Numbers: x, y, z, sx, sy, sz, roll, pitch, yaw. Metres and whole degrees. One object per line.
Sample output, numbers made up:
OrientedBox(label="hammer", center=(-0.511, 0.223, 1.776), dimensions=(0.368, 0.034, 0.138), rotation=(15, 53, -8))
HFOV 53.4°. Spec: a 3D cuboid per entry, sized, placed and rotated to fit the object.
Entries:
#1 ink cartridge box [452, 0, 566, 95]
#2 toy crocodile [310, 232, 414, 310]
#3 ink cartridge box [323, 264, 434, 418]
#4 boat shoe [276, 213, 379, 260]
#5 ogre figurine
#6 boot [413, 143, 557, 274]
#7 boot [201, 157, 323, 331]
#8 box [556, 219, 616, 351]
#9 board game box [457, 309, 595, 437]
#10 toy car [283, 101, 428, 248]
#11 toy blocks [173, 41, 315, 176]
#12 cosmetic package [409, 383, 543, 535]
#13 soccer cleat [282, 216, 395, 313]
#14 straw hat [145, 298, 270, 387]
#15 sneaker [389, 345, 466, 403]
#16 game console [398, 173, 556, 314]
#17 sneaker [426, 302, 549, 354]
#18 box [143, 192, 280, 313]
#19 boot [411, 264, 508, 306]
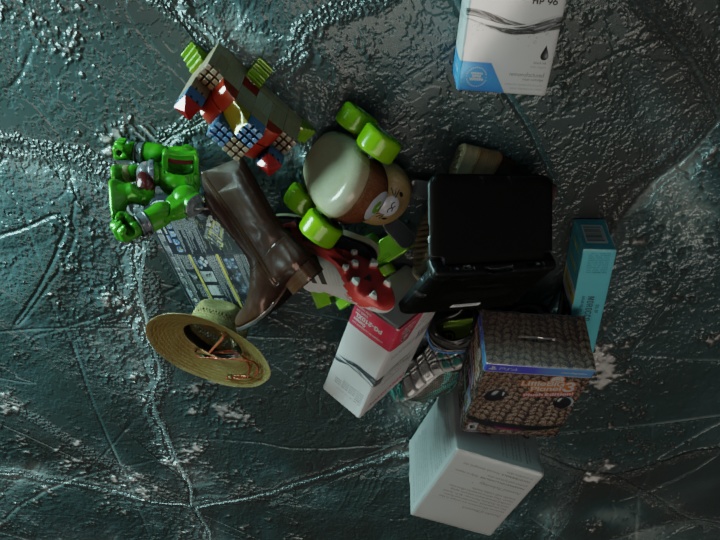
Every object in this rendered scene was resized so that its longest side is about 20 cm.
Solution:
OrientedBox(label="ink cartridge box", center=(0.181, -0.319, 0.857), dimensions=(0.115, 0.068, 0.201), rotation=(3, 127, 0))
OrientedBox(label="toy crocodile", center=(0.000, 0.000, 1.115), dimensions=(0.200, 0.062, 0.068), rotation=(-38, 82, 21))
OrientedBox(label="ink cartridge box", center=(0.035, 0.112, 1.133), dimensions=(0.084, 0.145, 0.201), rotation=(35, 128, 18))
OrientedBox(label="boat shoe", center=(-0.074, -0.032, 1.061), dimensions=(0.200, 0.063, 0.074), rotation=(16, 147, 17))
OrientedBox(label="ogre figurine", center=(-0.273, -0.116, 0.963), dimensions=(0.119, 0.200, 0.099), rotation=(-8, 115, -10))
OrientedBox(label="boot", center=(0.178, -0.063, 1.009), dimensions=(0.166, 0.072, 0.201), rotation=(23, 93, -18))
OrientedBox(label="boot", center=(-0.166, -0.035, 0.977), dimensions=(0.186, 0.064, 0.200), rotation=(-38, 92, 32))
OrientedBox(label="box", center=(0.343, 0.026, 1.102), dimensions=(0.049, 0.082, 0.201), rotation=(1, 127, 4))
OrientedBox(label="board game box", center=(0.246, 0.162, 1.099), dimensions=(0.158, 0.097, 0.201), rotation=(4, 139, -2))
OrientedBox(label="toy car", center=(0.026, -0.103, 0.990), dimensions=(0.199, 0.158, 0.165), rotation=(25, 109, -35))
OrientedBox(label="toy blocks", center=(-0.152, -0.199, 0.922), dimensions=(0.100, 0.137, 0.200), rotation=(-37, 118, 26))
OrientedBox(label="cosmetic package", center=(0.199, 0.336, 1.290), dimensions=(0.165, 0.168, 0.201), rotation=(18, 127, -11))
OrientedBox(label="soccer cleat", center=(-0.040, 0.006, 0.993), dimensions=(0.199, 0.069, 0.085), rotation=(33, 133, 12))
OrientedBox(label="straw hat", center=(-0.220, 0.093, 1.104), dimensions=(0.200, 0.085, 0.202), rotation=(12, 143, 9))
OrientedBox(label="sneaker", center=(0.146, 0.167, 1.237), dimensions=(0.200, 0.078, 0.091), rotation=(-34, 140, 24))
OrientedBox(label="game console", center=(0.155, -0.033, 0.975), dimensions=(0.199, 0.117, 0.176), rotation=(-3, 152, -26))
OrientedBox(label="sneaker", center=(0.203, 0.091, 1.137), dimensions=(0.198, 0.071, 0.083), rotation=(-9, 157, 7))
OrientedBox(label="box", center=(-0.218, -0.024, 1.089), dimensions=(0.160, 0.049, 0.201), rotation=(1, 129, 26))
OrientedBox(label="boot", center=(0.159, 0.015, 1.079), dimensions=(0.200, 0.108, 0.075), rotation=(34, 146, -19))
